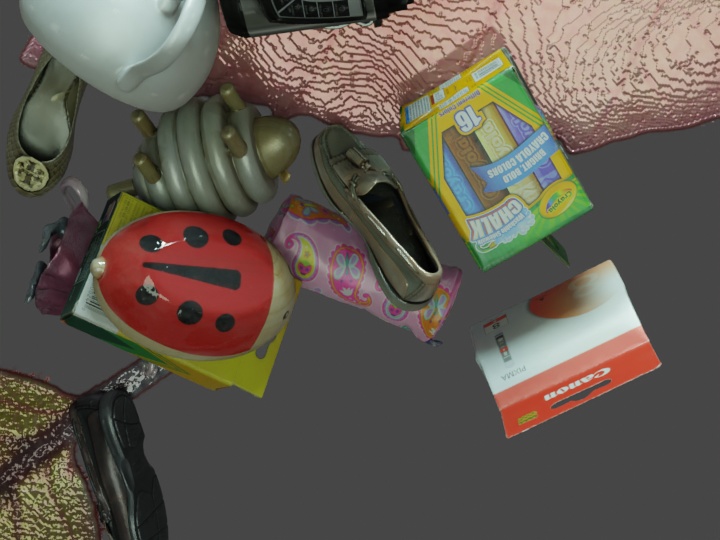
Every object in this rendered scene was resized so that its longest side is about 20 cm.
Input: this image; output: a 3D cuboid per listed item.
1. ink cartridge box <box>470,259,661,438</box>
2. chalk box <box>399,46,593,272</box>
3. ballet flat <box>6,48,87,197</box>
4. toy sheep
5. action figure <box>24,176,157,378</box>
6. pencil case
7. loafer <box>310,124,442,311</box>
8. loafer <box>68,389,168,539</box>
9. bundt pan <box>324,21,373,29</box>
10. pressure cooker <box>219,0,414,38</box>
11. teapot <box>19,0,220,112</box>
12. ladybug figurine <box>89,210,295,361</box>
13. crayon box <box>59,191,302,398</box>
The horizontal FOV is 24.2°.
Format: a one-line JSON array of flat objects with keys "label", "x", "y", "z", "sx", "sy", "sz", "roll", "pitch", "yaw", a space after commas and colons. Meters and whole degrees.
[{"label": "ink cartridge box", "x": 0.190, "y": 0.072, "z": 1.600, "sx": 0.161, "sy": 0.200, "sz": 0.050, "roll": -26, "pitch": 105, "yaw": 7}, {"label": "chalk box", "x": 0.137, "y": -0.088, "z": 1.593, "sx": 0.123, "sy": 0.125, "sz": 0.201, "roll": -29, "pitch": 103, "yaw": 8}, {"label": "ballet flat", "x": -0.294, "y": -0.162, "z": 1.611, "sx": 0.067, "sy": 0.046, "sz": 0.201, "roll": 23, "pitch": 105, "yaw": -6}, {"label": "toy sheep", "x": -0.150, "y": -0.103, "z": 1.587, "sx": 0.198, "sy": 0.138, "sz": 0.139, "roll": -11, "pitch": 107, "yaw": 14}, {"label": "action figure", "x": -0.223, "y": 0.016, "z": 1.653, "sx": 0.198, "sy": 0.134, "sz": 0.150, "roll": 16, "pitch": 73, "yaw": -9}, {"label": "pencil case", "x": 0.000, "y": 0.000, "z": 1.641, "sx": 0.199, "sy": 0.088, "sz": 0.088, "roll": 24, "pitch": 105, "yaw": -8}, {"label": "loafer", "x": 0.022, "y": -0.060, "z": 1.593, "sx": 0.071, "sy": 0.063, "sz": 0.201, "roll": -20, "pitch": 73, "yaw": -31}, {"label": "loafer", "x": -0.248, "y": 0.220, "z": 1.722, "sx": 0.062, "sy": 0.072, "sz": 0.202, "roll": -8, "pitch": 101, "yaw": 23}, {"label": "bundt pan", "x": -0.020, "y": -0.329, "z": 1.547, "sx": 0.200, "sy": 0.076, "sz": 0.204, "roll": 0, "pitch": 107, "yaw": 0}, {"label": "pressure cooker", "x": -0.029, "y": -0.297, "z": 1.427, "sx": 0.198, "sy": 0.176, "sz": 0.181, "roll": -7, "pitch": 90, "yaw": 1}, {"label": "teapot", "x": -0.195, "y": -0.245, "z": 1.484, "sx": 0.200, "sy": 0.197, "sz": 0.146, "roll": 42, "pitch": 109, "yaw": 12}, {"label": "ladybug figurine", "x": -0.145, "y": 0.011, "z": 1.514, "sx": 0.198, "sy": 0.072, "sz": 0.137, "roll": 6, "pitch": 79, "yaw": -25}, {"label": "crayon box", "x": -0.165, "y": 0.028, "z": 1.570, "sx": 0.199, "sy": 0.051, "sz": 0.128, "roll": 27, "pitch": 70, "yaw": -19}]
